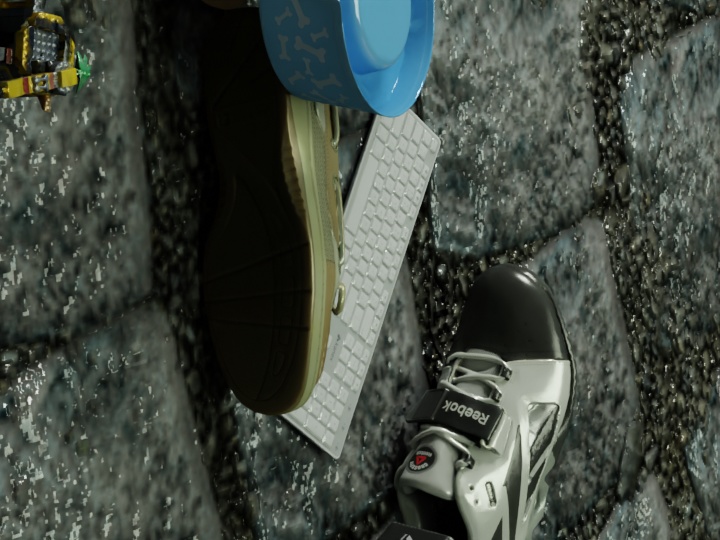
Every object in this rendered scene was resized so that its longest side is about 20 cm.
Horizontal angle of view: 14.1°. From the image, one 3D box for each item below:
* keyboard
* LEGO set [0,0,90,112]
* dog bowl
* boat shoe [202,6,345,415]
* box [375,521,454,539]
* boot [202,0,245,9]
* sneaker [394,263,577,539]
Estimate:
[{"bbox_3d":[0.000,0.000,1.559,0.056,0.011,0.200,47,52,-46],"label":"keyboard"},{"bbox_3d":[-0.154,-0.146,1.225,0.200,0.116,0.154,25,70,-54],"label":"LEGO set"},{"bbox_3d":[-0.013,-0.171,1.394,0.111,0.050,0.200,-28,114,-63],"label":"dog bowl"},{"bbox_3d":[-0.036,-0.030,1.452,0.063,0.073,0.201,-2,84,-52],"label":"boat shoe"},{"bbox_3d":[0.021,0.259,1.538,0.160,0.044,0.200,-47,129,-32],"label":"box"},{"bbox_3d":[-0.076,-0.240,1.400,0.201,0.071,0.144,63,36,-40],"label":"boot"},{"bbox_3d":[0.062,0.094,1.596,0.088,0.074,0.200,7,89,-52],"label":"sneaker"}]
